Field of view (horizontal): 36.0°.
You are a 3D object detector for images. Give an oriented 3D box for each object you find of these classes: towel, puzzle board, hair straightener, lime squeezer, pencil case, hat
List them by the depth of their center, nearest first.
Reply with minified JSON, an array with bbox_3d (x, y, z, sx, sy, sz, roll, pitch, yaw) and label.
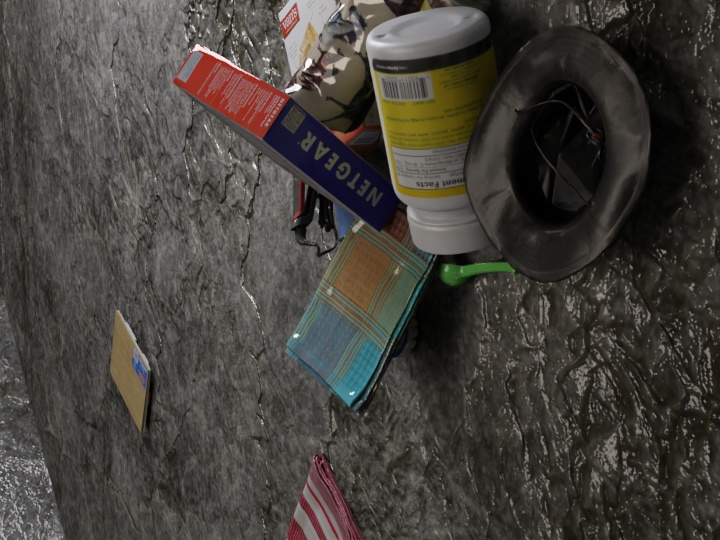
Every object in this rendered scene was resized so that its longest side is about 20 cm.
[{"bbox_3d":[0.176,-0.093,0.902,0.199,0.080,0.204,6,98,51],"label":"hat"},{"bbox_3d":[-0.005,-0.231,1.094,0.089,0.077,0.201,42,113,22],"label":"pencil case"},{"bbox_3d":[0.087,-0.031,1.118,0.200,0.037,0.071,51,138,45],"label":"lime squeezer"},{"bbox_3d":[0.003,0.030,1.149,0.146,0.022,0.202,35,100,47],"label":"towel"},{"bbox_3d":[-0.044,-0.100,1.303,0.041,0.076,0.202,-43,40,44],"label":"hair straightener"},{"bbox_3d":[-0.054,0.363,1.475,0.145,0.022,0.202,59,143,38],"label":"towel"},{"bbox_3d":[-0.446,0.195,2.156,0.200,0.017,0.153,48,135,45],"label":"puzzle board"}]

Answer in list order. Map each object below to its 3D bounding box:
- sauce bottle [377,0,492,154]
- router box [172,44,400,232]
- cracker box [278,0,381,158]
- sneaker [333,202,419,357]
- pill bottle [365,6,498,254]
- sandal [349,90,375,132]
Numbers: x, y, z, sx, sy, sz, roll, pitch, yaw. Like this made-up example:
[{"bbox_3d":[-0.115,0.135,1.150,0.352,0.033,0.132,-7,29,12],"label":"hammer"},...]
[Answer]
[{"bbox_3d":[0.066,-0.196,1.093,0.065,0.064,0.201,64,145,31],"label":"sauce bottle"},{"bbox_3d":[-0.072,-0.134,1.133,0.179,0.199,0.049,35,90,44],"label":"router box"},{"bbox_3d":[-0.026,-0.231,1.258,0.134,0.057,0.203,-31,68,58],"label":"cracker box"},{"bbox_3d":[0.000,0.000,1.229,0.078,0.088,0.203,-35,66,56],"label":"sneaker"},{"bbox_3d":[0.076,-0.125,1.006,0.114,0.113,0.203,31,139,55],"label":"pill bottle"},{"bbox_3d":[0.009,-0.239,1.148,0.076,0.043,0.203,28,102,29],"label":"sandal"}]
